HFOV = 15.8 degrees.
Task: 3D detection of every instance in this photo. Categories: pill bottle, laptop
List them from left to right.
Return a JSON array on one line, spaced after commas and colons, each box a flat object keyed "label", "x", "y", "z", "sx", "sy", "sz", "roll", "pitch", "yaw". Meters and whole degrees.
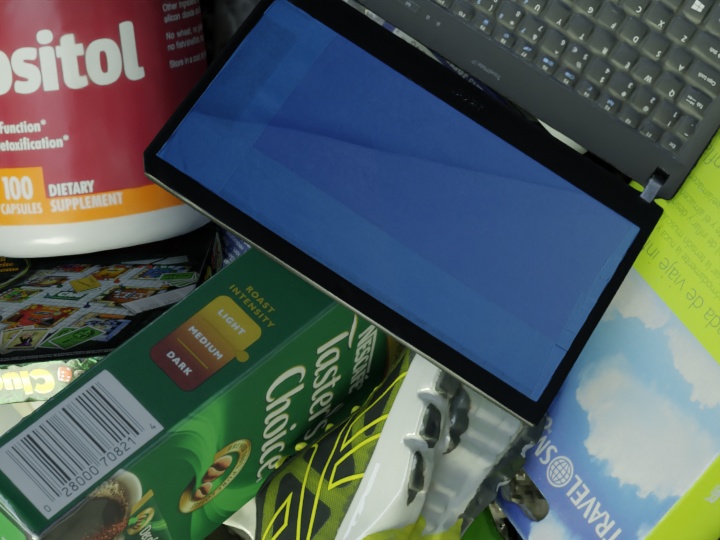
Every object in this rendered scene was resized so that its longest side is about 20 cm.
[{"label": "pill bottle", "x": -0.124, "y": -0.113, "z": 1.090, "sx": 0.113, "sy": 0.113, "sz": 0.200, "roll": -2, "pitch": 102, "yaw": 24}, {"label": "laptop", "x": 0.050, "y": -0.083, "z": 0.953, "sx": 0.177, "sy": 0.103, "sz": 0.200, "roll": 33, "pitch": 110, "yaw": 1}]

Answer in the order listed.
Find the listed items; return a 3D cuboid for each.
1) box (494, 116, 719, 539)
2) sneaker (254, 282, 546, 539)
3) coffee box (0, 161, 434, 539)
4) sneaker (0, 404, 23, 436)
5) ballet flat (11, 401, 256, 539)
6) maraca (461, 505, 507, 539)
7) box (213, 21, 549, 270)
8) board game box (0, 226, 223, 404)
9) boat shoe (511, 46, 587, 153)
[{"label": "box", "x": 0.129, "y": 0.024, "z": 1.006, "sx": 0.200, "sy": 0.048, "sz": 0.122, "roll": -50, "pitch": 48, "yaw": 15}, {"label": "sneaker", "x": 0.003, "y": 0.076, "z": 0.996, "sx": 0.085, "sy": 0.074, "sz": 0.200, "roll": 16, "pitch": 72, "yaw": 41}, {"label": "coffee box", "x": -0.060, "y": 0.055, "z": 0.984, "sx": 0.200, "sy": 0.123, "sz": 0.044, "roll": -38, "pitch": 69, "yaw": -27}, {"label": "sneaker", "x": -0.147, "y": 0.134, "z": 1.135, "sx": 0.088, "sy": 0.074, "sz": 0.200, "roll": 2, "pitch": 85, "yaw": 20}, {"label": "ballet flat", "x": -0.090, "y": 0.064, "z": 1.083, "sx": 0.200, "sy": 0.069, "sz": 0.070, "roll": 40, "pitch": 104, "yaw": 19}, {"label": "maraca", "x": 0.062, "y": 0.168, "z": 1.016, "sx": 0.200, "sy": 0.107, "sz": 0.137, "roll": 37, "pitch": 79, "yaw": 16}, {"label": "box", "x": 0.000, "y": 0.000, "z": 1.095, "sx": 0.121, "sy": 0.032, "sz": 0.200, "roll": 47, "pitch": 108, "yaw": 19}, {"label": "board game box", "x": -0.162, "y": 0.023, "z": 1.077, "sx": 0.200, "sy": 0.105, "sz": 0.024, "roll": -5, "pitch": 121, "yaw": 12}, {"label": "boat shoe", "x": 0.064, "y": -0.146, "z": 1.048, "sx": 0.067, "sy": 0.074, "sz": 0.200, "roll": -32, "pitch": 75, "yaw": 21}]
